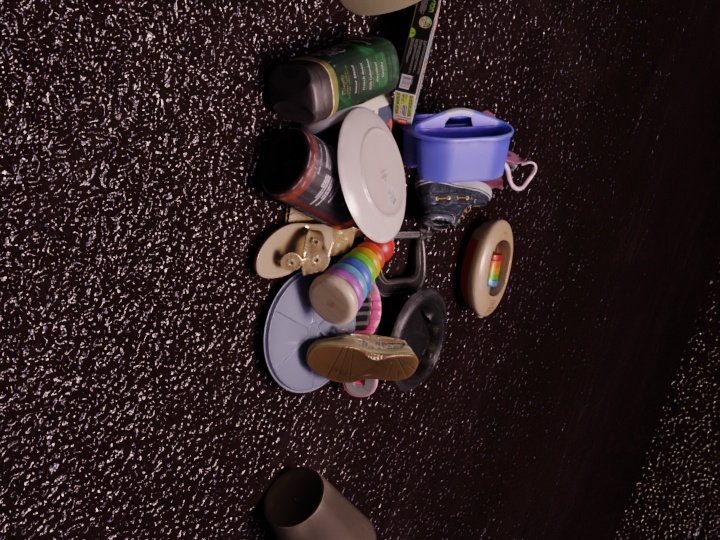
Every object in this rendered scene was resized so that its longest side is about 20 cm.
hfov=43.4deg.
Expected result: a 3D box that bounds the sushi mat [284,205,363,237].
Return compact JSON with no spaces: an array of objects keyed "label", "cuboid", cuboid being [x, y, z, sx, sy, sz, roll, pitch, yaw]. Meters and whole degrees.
[{"label":"sushi mat","cuboid":[-0.051,-0.082,1.451,0.198,0.012,0.098,-23,122,-47]}]

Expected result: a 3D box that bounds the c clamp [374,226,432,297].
[{"label":"c clamp","cuboid":[0.073,-0.040,1.616,0.198,0.027,0.175,-14,105,-53]}]

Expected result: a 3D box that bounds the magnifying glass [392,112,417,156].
[{"label":"magnifying glass","cuboid":[0.037,-0.206,1.516,0.200,0.022,0.081,-44,135,-37]}]

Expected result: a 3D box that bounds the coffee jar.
[{"label":"coffee jar","cuboid":[-0.038,-0.279,1.315,0.199,0.103,0.087,-33,125,-43]}]

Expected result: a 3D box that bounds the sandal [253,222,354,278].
[{"label":"sandal","cuboid":[-0.065,-0.033,1.380,0.210,0.069,0.079,-19,118,-48]}]

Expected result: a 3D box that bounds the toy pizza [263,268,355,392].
[{"label":"toy pizza","cuboid":[-0.084,0.094,1.451,0.198,0.031,0.205,-13,108,-44]}]

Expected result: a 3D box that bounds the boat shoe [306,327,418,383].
[{"label":"boat shoe","cuboid":[-0.002,0.137,1.471,0.196,0.063,0.074,10,121,-28]}]

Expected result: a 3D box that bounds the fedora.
[{"label":"fedora","cuboid":[0.076,0.114,1.628,0.199,0.090,0.205,-31,131,-45]}]

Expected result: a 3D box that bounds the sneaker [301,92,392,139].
[{"label":"sneaker","cuboid":[-0.012,-0.215,1.393,0.198,0.074,0.086,-28,115,-45]}]

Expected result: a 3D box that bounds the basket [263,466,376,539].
[{"label":"basket","cuboid":[-0.075,0.438,1.527,0.182,0.134,0.202,-55,136,-29]}]

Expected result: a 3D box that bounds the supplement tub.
[{"label":"supplement tub","cuboid":[-0.050,-0.126,1.346,0.199,0.106,0.109,26,83,-49]}]

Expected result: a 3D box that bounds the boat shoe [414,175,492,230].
[{"label":"boat shoe","cuboid":[0.173,-0.117,1.664,0.198,0.070,0.093,6,75,-44]}]

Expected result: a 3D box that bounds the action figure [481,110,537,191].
[{"label":"action figure","cuboid":[0.230,-0.215,1.671,0.135,0.147,0.201,-56,155,-12]}]

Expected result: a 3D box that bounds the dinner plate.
[{"label":"dinner plate","cuboid":[0.026,-0.144,1.348,0.199,0.024,0.205,19,68,-57]}]

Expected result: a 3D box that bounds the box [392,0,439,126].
[{"label":"box","cuboid":[0.091,-0.347,1.444,0.110,0.034,0.204,90,13,-74]}]

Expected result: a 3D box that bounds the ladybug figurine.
[{"label":"ladybug figurine","cuboid":[0.250,-0.006,1.829,0.135,0.071,0.205,3,100,-54]}]

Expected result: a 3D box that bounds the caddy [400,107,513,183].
[{"label":"caddy","cuboid":[0.161,-0.220,1.517,0.195,0.142,0.107,-6,116,-20]}]

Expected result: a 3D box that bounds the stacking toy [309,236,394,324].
[{"label":"stacking toy","cuboid":[0.000,0.000,1.447,0.200,0.084,0.087,-47,137,-47]}]

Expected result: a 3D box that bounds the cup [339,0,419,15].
[{"label":"cup","cuboid":[0.062,-0.477,1.338,0.199,0.141,0.205,-25,123,-45]}]

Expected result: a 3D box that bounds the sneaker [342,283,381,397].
[{"label":"sneaker","cuboid":[0.004,0.110,1.564,0.095,0.077,0.205,-41,135,-75]}]
